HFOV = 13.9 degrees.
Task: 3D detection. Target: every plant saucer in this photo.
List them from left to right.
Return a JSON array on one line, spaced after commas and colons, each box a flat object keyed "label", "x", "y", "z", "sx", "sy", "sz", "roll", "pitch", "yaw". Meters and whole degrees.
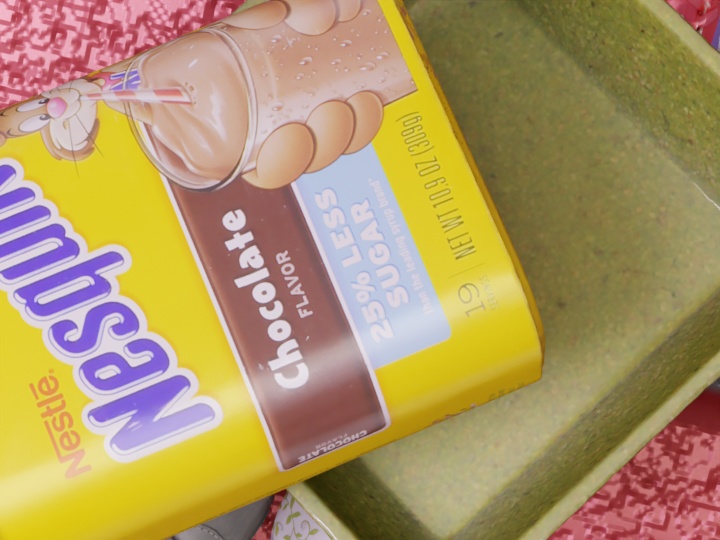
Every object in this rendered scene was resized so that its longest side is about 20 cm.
[{"label": "plant saucer", "x": 0.030, "y": -0.013, "z": 0.962, "sx": 0.200, "sy": 0.048, "sz": 0.200, "roll": -42, "pitch": 74, "yaw": -9}]

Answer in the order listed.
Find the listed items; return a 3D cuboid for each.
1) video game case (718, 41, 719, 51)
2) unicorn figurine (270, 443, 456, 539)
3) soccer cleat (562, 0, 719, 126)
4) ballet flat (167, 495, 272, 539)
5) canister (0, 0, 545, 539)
[{"label": "video game case", "x": 0.197, "y": -0.080, "z": 1.055, "sx": 0.142, "sy": 0.018, "sz": 0.201, "roll": 24, "pitch": 97, "yaw": -2}, {"label": "unicorn figurine", "x": -0.015, "y": 0.140, "z": 1.007, "sx": 0.137, "sy": 0.074, "sz": 0.201, "roll": 11, "pitch": 74, "yaw": 41}, {"label": "soccer cleat", "x": 0.096, "y": -0.083, "z": 1.011, "sx": 0.068, "sy": 0.073, "sz": 0.201, "roll": -1, "pitch": 86, "yaw": -30}, {"label": "ballet flat", "x": -0.111, "y": 0.028, "z": 1.057, "sx": 0.200, "sy": 0.067, "sz": 0.064, "roll": 46, "pitch": 69, "yaw": -4}, {"label": "canister", "x": -0.060, "y": 0.006, "z": 0.894, "sx": 0.199, "sy": 0.087, "sz": 0.149, "roll": -23, "pitch": 73, "yaw": -4}]
